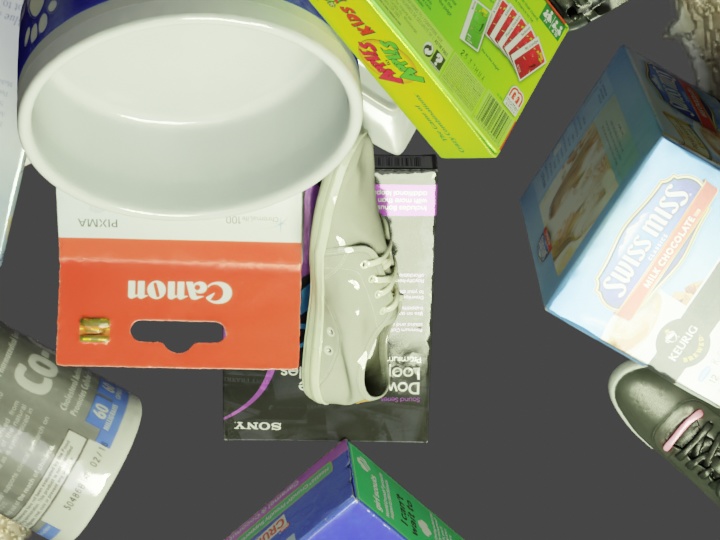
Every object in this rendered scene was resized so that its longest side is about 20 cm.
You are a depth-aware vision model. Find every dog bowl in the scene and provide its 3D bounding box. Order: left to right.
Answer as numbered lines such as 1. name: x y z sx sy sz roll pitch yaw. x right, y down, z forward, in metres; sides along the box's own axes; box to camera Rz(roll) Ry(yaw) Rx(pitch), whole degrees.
1. dog bowl: -0.100 -0.116 1.357 0.200 0.079 0.200 -4 148 -3

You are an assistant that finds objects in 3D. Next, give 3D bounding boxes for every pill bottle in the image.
1. pill bottle: -0.256 0.088 1.536 0.200 0.114 0.114 30 109 -12

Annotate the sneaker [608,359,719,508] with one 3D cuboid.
1. sneaker: 0.253 0.135 1.567 0.200 0.099 0.071 38 109 -13

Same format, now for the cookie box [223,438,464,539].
1. cookie box: -0.002 0.241 1.605 0.171 0.075 0.200 -40 118 14

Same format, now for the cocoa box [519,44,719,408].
1. cocoa box: 0.191 -0.032 1.444 0.131 0.200 0.133 29 108 -11

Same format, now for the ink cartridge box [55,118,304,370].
1. ink cartridge box: -0.115 -0.040 1.473 0.160 0.047 0.200 1 81 -1

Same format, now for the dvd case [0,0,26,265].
1. dvd case: -0.273 -0.104 1.442 0.142 0.018 0.200 14 111 -6

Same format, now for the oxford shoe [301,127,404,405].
1. oxford shoe: 0.000 0.000 1.484 0.058 0.075 0.200 13 120 17

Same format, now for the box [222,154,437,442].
1. box: -0.022 0.020 1.552 0.143 0.036 0.200 0 113 -1

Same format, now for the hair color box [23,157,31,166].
1. hair color box: -0.312 -0.085 1.493 0.200 0.064 0.111 -25 109 11

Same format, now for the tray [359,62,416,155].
1. tray: -0.031 -0.168 1.457 0.200 0.022 0.108 32 77 -12

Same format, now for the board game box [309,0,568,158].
1. board game box: 0.030 -0.166 1.315 0.200 0.048 0.102 48 60 -34

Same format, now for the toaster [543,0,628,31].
1. toaster: 0.143 -0.257 1.373 0.181 0.119 0.200 -33 127 11
